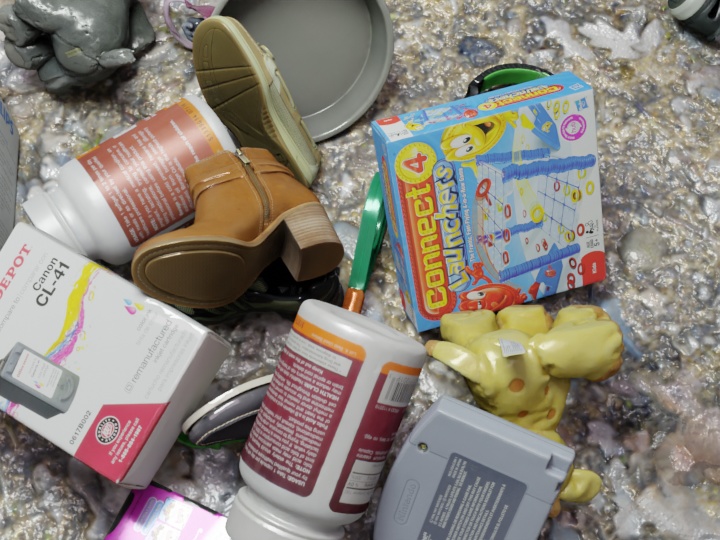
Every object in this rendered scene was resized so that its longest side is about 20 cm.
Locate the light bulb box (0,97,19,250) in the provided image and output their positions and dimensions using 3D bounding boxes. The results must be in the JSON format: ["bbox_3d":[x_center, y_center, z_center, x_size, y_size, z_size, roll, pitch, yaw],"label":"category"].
[{"bbox_3d":[-0.446,-0.076,1.047,0.197,0.125,0.201,-4,66,-2],"label":"light bulb box"}]

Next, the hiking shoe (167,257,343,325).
[{"bbox_3d":[-0.115,0.003,1.027,0.199,0.101,0.076,0,64,-1],"label":"hiking shoe"}]

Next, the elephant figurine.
[{"bbox_3d":[-0.281,-0.293,1.156,0.155,0.141,0.200,41,51,-14],"label":"elephant figurine"}]

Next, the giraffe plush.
[{"bbox_3d":[0.145,0.127,0.950,0.171,0.200,0.163,-1,100,21],"label":"giraffe plush"}]

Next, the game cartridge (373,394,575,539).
[{"bbox_3d":[0.083,0.200,0.901,0.133,0.201,0.042,25,32,13],"label":"game cartridge"}]

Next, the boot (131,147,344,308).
[{"bbox_3d":[-0.128,-0.047,0.960,0.199,0.074,0.155,-6,43,-34],"label":"boot"}]

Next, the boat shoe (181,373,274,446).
[{"bbox_3d":[-0.059,0.128,0.963,0.199,0.073,0.063,-12,67,-33],"label":"boat shoe"}]

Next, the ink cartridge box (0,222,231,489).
[{"bbox_3d":[-0.235,0.072,0.927,0.199,0.086,0.148,28,83,11],"label":"ink cartridge box"}]

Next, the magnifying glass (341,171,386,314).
[{"bbox_3d":[0.000,0.000,1.053,0.022,0.080,0.201,11,76,6],"label":"magnifying glass"}]

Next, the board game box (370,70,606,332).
[{"bbox_3d":[0.123,-0.062,1.012,0.195,0.201,0.056,-16,29,-8],"label":"board game box"}]

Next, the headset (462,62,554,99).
[{"bbox_3d":[0.149,-0.145,1.104,0.123,0.094,0.200,31,60,13],"label":"headset"}]

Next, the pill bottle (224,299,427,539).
[{"bbox_3d":[-0.031,0.136,0.892,0.114,0.114,0.201,23,93,9],"label":"pill bottle"}]

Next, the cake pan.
[{"bbox_3d":[-0.065,-0.223,1.096,0.199,0.201,0.037,-17,36,-9],"label":"cake pan"}]

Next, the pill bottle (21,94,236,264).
[{"bbox_3d":[-0.220,-0.078,1.057,0.199,0.112,0.112,-32,70,-15],"label":"pill bottle"}]

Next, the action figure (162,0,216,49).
[{"bbox_3d":[-0.086,-0.272,1.172,0.200,0.134,0.149,-41,44,-17],"label":"action figure"}]

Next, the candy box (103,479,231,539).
[{"bbox_3d":[-0.130,0.281,0.920,0.199,0.061,0.137,23,65,10],"label":"candy box"}]

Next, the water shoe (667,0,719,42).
[{"bbox_3d":[0.412,-0.337,1.223,0.079,0.071,0.200,41,67,-13],"label":"water shoe"}]

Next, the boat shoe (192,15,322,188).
[{"bbox_3d":[-0.096,-0.165,1.065,0.073,0.201,0.063,-8,36,35],"label":"boat shoe"}]

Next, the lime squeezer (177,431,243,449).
[{"bbox_3d":[-0.142,0.132,1.003,0.199,0.038,0.071,-18,66,-8],"label":"lime squeezer"}]
